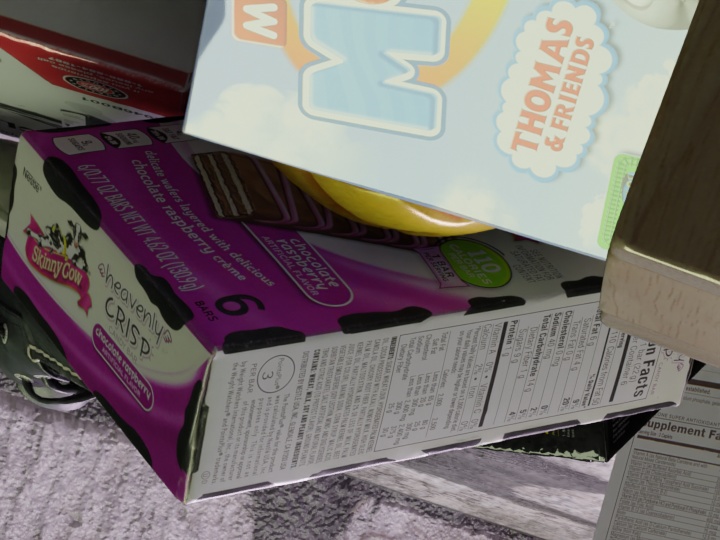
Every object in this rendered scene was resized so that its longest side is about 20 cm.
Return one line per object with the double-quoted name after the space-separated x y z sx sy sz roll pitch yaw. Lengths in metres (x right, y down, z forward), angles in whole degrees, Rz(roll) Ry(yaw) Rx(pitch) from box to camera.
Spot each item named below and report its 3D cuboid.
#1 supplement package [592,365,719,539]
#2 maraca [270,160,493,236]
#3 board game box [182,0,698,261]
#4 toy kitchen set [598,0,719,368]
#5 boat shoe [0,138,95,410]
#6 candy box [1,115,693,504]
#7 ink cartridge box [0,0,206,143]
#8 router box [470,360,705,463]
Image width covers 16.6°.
0.216 0.114 1.155 0.150 0.201 0.152 9 167 37 "supplement package"
0.022 -0.075 0.727 0.137 0.107 0.200 49 158 -5 "maraca"
0.065 -0.074 0.611 0.199 0.037 0.152 17 127 4 "board game box"
0.167 -0.039 0.459 0.199 0.181 0.163 20 172 8 "toy kitchen set"
-0.107 0.016 0.891 0.074 0.066 0.199 -8 -151 -38 "boat shoe"
0.000 0.000 0.821 0.199 0.061 0.136 -8 -144 -33 "candy box"
-0.122 -0.101 0.901 0.144 0.084 0.200 17 171 -3 "ink cartridge box"
0.065 0.016 0.992 0.148 0.051 0.200 4 -162 26 "router box"
